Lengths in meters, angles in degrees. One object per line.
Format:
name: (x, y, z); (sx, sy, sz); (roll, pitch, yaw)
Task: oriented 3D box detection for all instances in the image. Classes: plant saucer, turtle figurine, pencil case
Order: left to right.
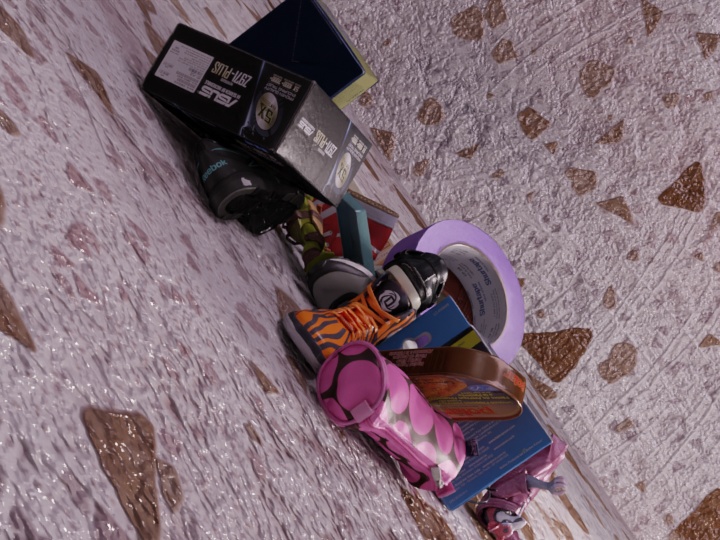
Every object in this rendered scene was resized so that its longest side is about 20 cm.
turtle figurine: (-0.063, -0.057, 1.498); (0.201, 0.064, 0.162); (86, -12, -49)
plant saucer: (0.000, 0.000, 1.484); (0.070, 0.019, 0.201); (-133, -150, -54)
pencil case: (0.035, 0.150, 1.214); (0.200, 0.090, 0.094); (43, 31, -47)

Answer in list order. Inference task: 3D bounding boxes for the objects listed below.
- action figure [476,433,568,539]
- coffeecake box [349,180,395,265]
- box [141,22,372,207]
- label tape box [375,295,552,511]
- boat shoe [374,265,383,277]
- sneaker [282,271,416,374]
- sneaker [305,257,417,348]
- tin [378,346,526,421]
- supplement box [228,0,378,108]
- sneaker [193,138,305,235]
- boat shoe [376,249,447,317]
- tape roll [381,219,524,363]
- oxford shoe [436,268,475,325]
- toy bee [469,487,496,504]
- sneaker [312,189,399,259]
action figure: (0.184, 0.267, 1.527); (0.148, 0.135, 0.200); (23, 28, 17)
coffeecake box: (0.008, -0.037, 1.775); (0.201, 0.073, 0.154); (58, 0, 25)
box: (-0.112, -0.169, 1.349); (0.199, 0.087, 0.164); (27, -6, 28)
label tape box: (0.102, 0.146, 1.389); (0.201, 0.143, 0.066); (55, 8, 0)
boat shoe: (0.037, 0.050, 1.646); (0.060, 0.076, 0.200); (52, 7, 24)
sneaker: (-0.008, 0.046, 1.263); (0.078, 0.112, 0.200); (55, 8, 5)
sneaker: (0.009, 0.067, 1.435); (0.201, 0.074, 0.079); (52, 13, -21)
tin: (0.081, 0.119, 1.277); (0.112, 0.199, 0.042); (42, 56, -37)
supplement box: (-0.099, -0.254, 1.640); (0.135, 0.199, 0.200); (55, 9, -1)
sneaker: (-0.119, -0.094, 1.329); (0.080, 0.075, 0.200); (54, 7, 15)
boat shoe: (0.063, 0.009, 1.389); (0.075, 0.066, 0.199); (56, -5, 7)
tape roll: (0.118, 0.040, 1.559); (0.199, 0.065, 0.202); (19, 60, -36)
oxford shoe: (0.116, 0.032, 1.660); (0.200, 0.074, 0.071); (49, 48, -18)
toy bee: (0.144, 0.184, 1.533); (0.200, 0.130, 0.110); (43, -50, 54)
sneaker: (-0.059, -0.067, 1.647); (0.199, 0.113, 0.071); (25, 8, 8)
